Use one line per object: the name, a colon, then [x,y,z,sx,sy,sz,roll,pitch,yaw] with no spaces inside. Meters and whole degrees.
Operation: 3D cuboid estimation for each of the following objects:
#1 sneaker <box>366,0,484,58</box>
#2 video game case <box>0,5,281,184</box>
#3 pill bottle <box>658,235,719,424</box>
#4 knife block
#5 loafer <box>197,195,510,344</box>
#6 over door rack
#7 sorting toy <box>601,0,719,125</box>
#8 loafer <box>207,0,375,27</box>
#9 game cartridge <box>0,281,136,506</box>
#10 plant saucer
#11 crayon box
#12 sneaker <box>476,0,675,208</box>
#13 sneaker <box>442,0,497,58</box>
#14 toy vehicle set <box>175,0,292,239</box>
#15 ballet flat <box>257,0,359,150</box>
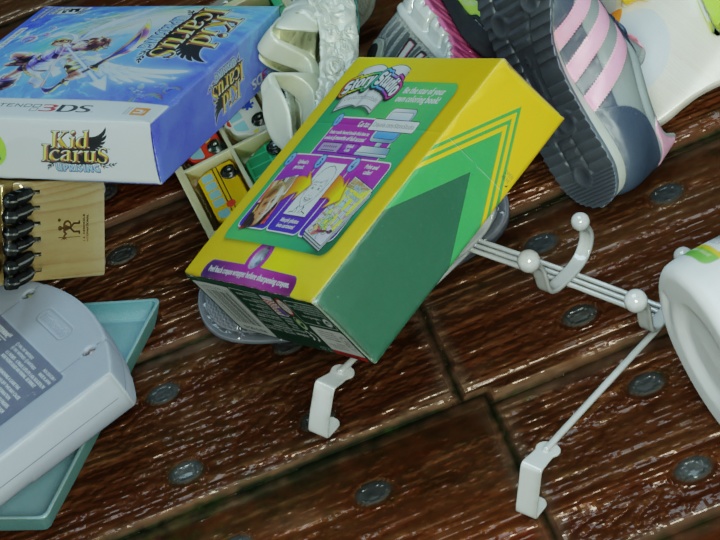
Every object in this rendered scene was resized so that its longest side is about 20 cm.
sneaker: [0.048,-0.103,1.773,0.088,0.074,0.200,-50,32,16]
video game case: [-0.168,-0.118,1.802,0.180,0.046,0.200,4,27,23]
pill bottle: [0.270,0.004,1.494,0.199,0.112,0.111,-26,34,-9]
knife block: [-0.257,-0.027,1.757,0.174,0.065,0.199,-3,8,-33]
loafer: [0.000,0.000,1.702,0.199,0.063,0.072,-22,74,2]
over door rack: [0.082,0.031,1.566,0.147,0.067,0.200,20,49,25]
sorting toy: [0.194,-0.166,1.810,0.180,0.107,0.200,-46,37,-3]
loafer: [-0.087,-0.168,1.966,0.199,0.072,0.063,-26,24,-2]
game cartridge: [-0.212,0.070,1.689,0.133,0.041,0.200,-41,29,-8]
plant saucer: [-0.183,0.088,1.701,0.069,0.019,0.201,-3,38,24]
crayon box: [0.004,-0.040,1.582,0.173,0.058,0.200,-51,21,-12]
sneaker: [0.130,-0.144,1.711,0.082,0.201,0.070,-28,12,-37]
sneaker: [0.092,-0.201,1.817,0.083,0.071,0.200,-50,40,17]
toy vehicle set: [-0.073,-0.102,1.853,0.124,0.027,0.200,-27,46,-2]
ballet flat: [-0.033,-0.124,1.780,0.071,0.072,0.201,-15,48,8]
